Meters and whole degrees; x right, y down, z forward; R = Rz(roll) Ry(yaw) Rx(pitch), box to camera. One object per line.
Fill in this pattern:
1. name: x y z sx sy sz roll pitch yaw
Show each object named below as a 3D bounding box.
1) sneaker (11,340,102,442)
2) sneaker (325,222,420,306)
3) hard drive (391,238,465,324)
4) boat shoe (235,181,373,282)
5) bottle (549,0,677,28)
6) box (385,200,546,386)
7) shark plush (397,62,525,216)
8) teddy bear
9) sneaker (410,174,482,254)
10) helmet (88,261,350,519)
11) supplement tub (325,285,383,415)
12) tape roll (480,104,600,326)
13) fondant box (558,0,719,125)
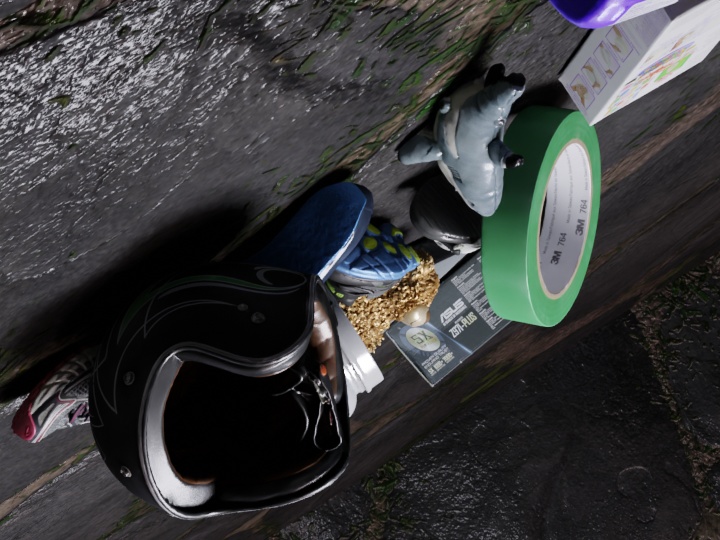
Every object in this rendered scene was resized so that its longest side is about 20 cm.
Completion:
1. sneaker: -0.198 0.098 1.465 0.199 0.075 0.081 -22 164 -47
2. sneaker: 0.000 0.000 1.651 0.083 0.071 0.199 -43 171 10
3. hard drive: 0.025 0.029 1.966 0.139 0.033 0.200 -24 165 -44
4. boat shoe: -0.057 0.007 1.488 0.199 0.085 0.069 -37 173 21
5. bottle: 0.201 -0.225 1.248 0.199 0.084 0.065 -25 166 -45
6. box: 0.147 0.021 2.072 0.200 0.086 0.164 -42 180 28
7. shark plush: 0.110 -0.115 1.450 0.090 0.084 0.200 -28 168 -30
8. teddy bear: -0.006 0.052 1.800 0.198 0.067 0.146 -18 150 -24
9. sneaker: 0.094 -0.045 1.703 0.088 0.074 0.199 -43 166 30
10. helmet: -0.112 0.090 1.376 0.188 0.203 0.200 -9 172 7
11. supplement tub: -0.094 0.103 1.614 0.199 0.145 0.145 -34 170 -3
12. tape roll: 0.170 -0.051 1.669 0.200 0.048 0.203 -36 131 -56
13. fondant box: 0.270 -0.220 1.558 0.143 0.059 0.200 -30 168 -23
